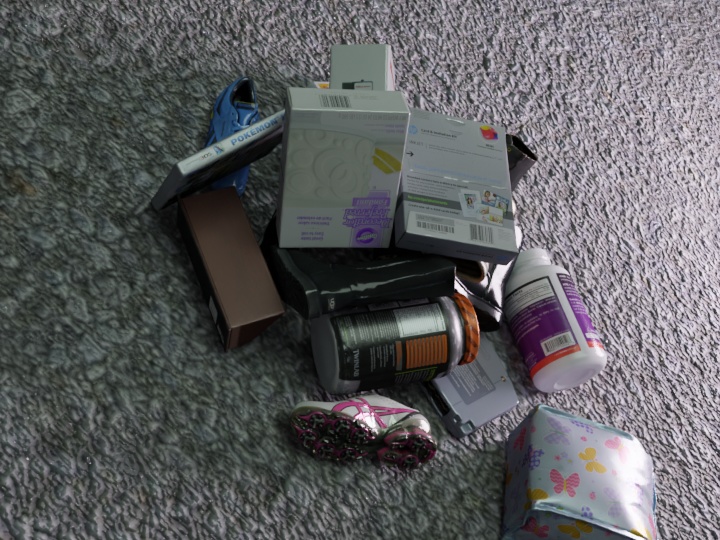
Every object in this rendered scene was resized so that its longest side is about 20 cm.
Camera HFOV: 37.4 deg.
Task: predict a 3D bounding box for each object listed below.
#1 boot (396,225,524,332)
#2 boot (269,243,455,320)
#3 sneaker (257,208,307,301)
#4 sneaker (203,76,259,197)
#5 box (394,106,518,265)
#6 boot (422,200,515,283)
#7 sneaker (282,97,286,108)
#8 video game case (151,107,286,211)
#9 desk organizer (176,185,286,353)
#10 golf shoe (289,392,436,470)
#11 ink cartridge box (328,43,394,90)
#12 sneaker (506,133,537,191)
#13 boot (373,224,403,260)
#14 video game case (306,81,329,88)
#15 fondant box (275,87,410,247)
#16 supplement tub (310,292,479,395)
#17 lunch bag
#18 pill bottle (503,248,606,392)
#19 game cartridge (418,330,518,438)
[{"bbox_3d":[0.142,-0.028,1.507,0.200,0.076,0.168,33,57,-27],"label":"boot"},{"bbox_3d":[0.000,0.001,1.352,0.200,0.066,0.165,-12,30,-20],"label":"boot"},{"bbox_3d":[-0.098,-0.047,1.429,0.073,0.112,0.200,26,48,-12],"label":"sneaker"},{"bbox_3d":[-0.180,-0.191,1.507,0.066,0.078,0.200,17,52,-23],"label":"sneaker"},{"bbox_3d":[0.119,-0.111,1.376,0.156,0.041,0.200,9,59,-18],"label":"box"},{"bbox_3d":[0.108,-0.088,1.426,0.200,0.072,0.155,37,48,-10],"label":"boot"},{"bbox_3d":[-0.062,-0.183,1.589,0.071,0.073,0.200,-15,61,-18],"label":"sneaker"},{"bbox_3d":[-0.172,-0.144,1.364,0.182,0.200,0.022,-31,92,-22],"label":"video game case"},{"bbox_3d":[-0.169,-0.005,1.370,0.077,0.072,0.200,-16,67,-19],"label":"desk organizer"},{"bbox_3d":[-0.003,0.195,1.352,0.200,0.073,0.092,16,31,-26],"label":"golf shoe"},{"bbox_3d":[0.002,-0.194,1.457,0.083,0.147,0.200,2,82,5],"label":"ink cartridge box"},{"bbox_3d":[0.178,-0.194,1.691,0.200,0.106,0.075,26,34,-22],"label":"sneaker"},{"bbox_3d":[0.100,-0.034,1.571,0.203,0.073,0.154,13,56,-21],"label":"boot"},{"bbox_3d":[0.018,-0.212,1.624,0.182,0.023,0.200,55,26,8],"label":"video game case"},{"bbox_3d":[-0.025,-0.123,1.311,0.144,0.200,0.058,0,38,-11],"label":"fondant box"},{"bbox_3d":[0.045,0.089,1.385,0.200,0.123,0.123,-7,62,-19],"label":"supplement tub"},{"bbox_3d":[0.298,0.298,1.416,0.200,0.127,0.170,17,48,-8],"label":"lunch bag"},{"bbox_3d":[0.276,0.071,1.571,0.112,0.112,0.200,-2,59,-32],"label":"pill bottle"},{"bbox_3d":[0.130,0.127,1.496,0.133,0.040,0.200,-22,71,-36],"label":"game cartridge"}]
